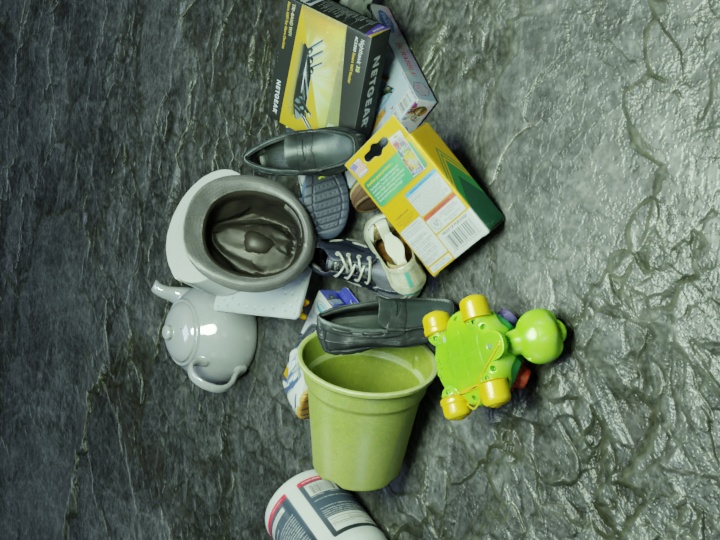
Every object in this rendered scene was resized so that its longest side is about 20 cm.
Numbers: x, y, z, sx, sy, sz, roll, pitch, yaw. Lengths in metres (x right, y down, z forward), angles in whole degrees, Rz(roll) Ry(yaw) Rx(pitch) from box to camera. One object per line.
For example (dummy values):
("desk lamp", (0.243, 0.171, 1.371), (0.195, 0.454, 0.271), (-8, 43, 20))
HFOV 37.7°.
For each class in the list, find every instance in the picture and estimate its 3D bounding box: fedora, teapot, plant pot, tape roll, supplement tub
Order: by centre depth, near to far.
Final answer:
("plant pot", (0.003, 0.205, 1.516), (0.200, 0.200, 0.185), (34, 127, 47))
("supplement tub", (-0.043, 0.410, 1.587), (0.200, 0.140, 0.141), (45, 123, 44))
("fedora", (-0.169, -0.050, 1.610), (0.090, 0.199, 0.178), (128, 146, -77))
("tape roll", (-0.230, -0.062, 1.749), (0.202, 0.071, 0.204), (-18, 60, 34))
("teapot", (-0.288, 0.115, 1.910), (0.199, 0.145, 0.199), (-2, 88, 52))

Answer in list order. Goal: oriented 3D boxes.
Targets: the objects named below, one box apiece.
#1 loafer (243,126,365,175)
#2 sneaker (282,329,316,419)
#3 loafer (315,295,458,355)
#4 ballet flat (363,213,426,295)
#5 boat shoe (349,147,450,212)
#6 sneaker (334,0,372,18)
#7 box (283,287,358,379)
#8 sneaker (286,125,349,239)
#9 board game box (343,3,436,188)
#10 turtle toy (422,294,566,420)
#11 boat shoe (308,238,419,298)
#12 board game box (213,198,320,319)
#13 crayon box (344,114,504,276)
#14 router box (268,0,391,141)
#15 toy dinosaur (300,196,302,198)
("loafer", (-0.081, -0.168, 1.523), (0.200, 0.070, 0.069), (-3, 95, 37))
("sneaker", (-0.075, 0.131, 1.628), (0.088, 0.075, 0.201), (49, 126, 40))
("loafer", (0.037, 0.069, 1.459), (0.068, 0.199, 0.071), (-98, -2, -45))
("ballet flat", (0.047, -0.042, 1.513), (0.063, 0.067, 0.200), (65, 178, -38))
("boat shoe", (0.055, -0.118, 1.529), (0.200, 0.072, 0.068), (-24, 68, 47))
("sneaker", (-0.027, -0.344, 1.562), (0.074, 0.088, 0.201), (-15, 80, 48))
("box", (-0.052, 0.127, 1.689), (0.119, 0.041, 0.201), (50, 129, 41))
("sneaker", (-0.064, -0.146, 1.650), (0.082, 0.074, 0.201), (114, 143, -82))
("board game box", (0.013, -0.264, 1.611), (0.200, 0.041, 0.200), (-49, 53, 40))
("turtle toy", (0.172, 0.104, 1.346), (0.200, 0.101, 0.147), (-28, 69, 48))
("boat shoe", (0.000, 0.000, 1.578), (0.200, 0.092, 0.075), (20, 107, 52))
("board game box", (-0.140, -0.020, 1.719), (0.199, 0.026, 0.201), (3, 73, 42))
("crayon box", (0.086, -0.108, 1.436), (0.200, 0.052, 0.126), (51, 134, 2))
("router box", (-0.049, -0.285, 1.531), (0.157, 0.052, 0.201), (30, 131, 22))
("toy dinosaur", (-0.120, -0.060, 1.768), (0.200, 0.058, 0.101), (-58, 46, 34))
